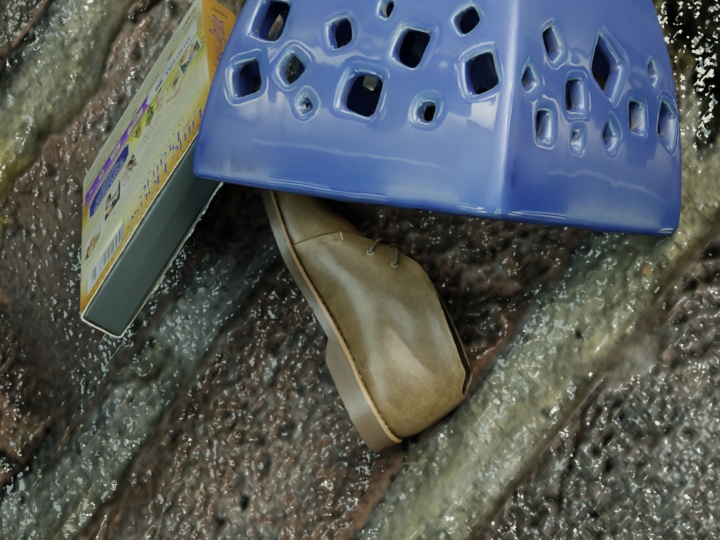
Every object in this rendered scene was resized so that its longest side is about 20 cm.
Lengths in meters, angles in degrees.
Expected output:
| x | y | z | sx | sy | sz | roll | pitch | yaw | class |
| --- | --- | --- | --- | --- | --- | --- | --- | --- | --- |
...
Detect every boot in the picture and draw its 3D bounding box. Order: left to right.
| x | y | z | sx | sy | sz | roll | pitch | yaw | class |
| --- | --- | --- | --- | --- | --- | --- | --- | --- | --- |
| 0.000 | 0.000 | 1.540 | 0.075 | 0.074 | 0.201 | -29 | 78 | 12 | boot |

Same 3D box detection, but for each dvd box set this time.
| x | y | z | sx | sy | sz | roll | pitch | yaw | class |
| --- | --- | --- | --- | --- | --- | --- | --- | --- | --- |
| -0.115 | -0.065 | 1.555 | 0.147 | 0.029 | 0.200 | -57 | 18 | 18 | dvd box set |

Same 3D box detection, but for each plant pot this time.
| x | y | z | sx | sy | sz | roll | pitch | yaw | class |
| --- | --- | --- | --- | --- | --- | --- | --- | --- | --- |
| 0.051 | -0.119 | 1.426 | 0.199 | 0.200 | 0.181 | 7 | 91 | 34 | plant pot |
